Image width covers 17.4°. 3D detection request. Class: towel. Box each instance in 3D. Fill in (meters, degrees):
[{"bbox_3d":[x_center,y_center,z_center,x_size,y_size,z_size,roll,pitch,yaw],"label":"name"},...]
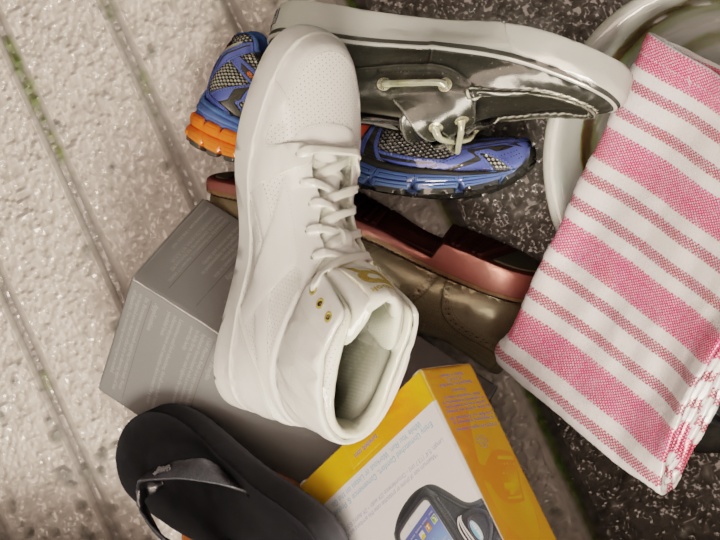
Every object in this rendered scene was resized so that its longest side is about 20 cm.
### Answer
[{"bbox_3d":[0.149,-0.007,1.192,0.146,0.030,0.201,38,108,48],"label":"towel"}]

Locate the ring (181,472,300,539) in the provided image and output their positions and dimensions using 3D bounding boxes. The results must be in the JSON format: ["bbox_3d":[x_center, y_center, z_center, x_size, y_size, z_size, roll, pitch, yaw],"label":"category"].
[{"bbox_3d":[-0.035,0.201,1.298,0.200,0.019,0.201,30,135,36],"label":"ring"}]

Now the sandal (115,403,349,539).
[{"bbox_3d":[-0.078,0.124,1.239,0.200,0.043,0.077,20,125,51],"label":"sandal"}]

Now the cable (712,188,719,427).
[{"bbox_3d":[0.246,0.001,1.196,0.163,0.051,0.201,33,95,7],"label":"cable"}]

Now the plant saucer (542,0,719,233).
[{"bbox_3d":[0.199,-0.059,1.255,0.199,0.050,0.202,2,96,15],"label":"plant saucer"}]

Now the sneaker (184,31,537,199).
[{"bbox_3d":[0.001,-0.085,1.293,0.199,0.075,0.079,12,95,11],"label":"sneaker"}]

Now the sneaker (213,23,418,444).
[{"bbox_3d":[-0.009,-0.016,1.161,0.115,0.073,0.201,19,106,52],"label":"sneaker"}]

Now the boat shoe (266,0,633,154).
[{"bbox_3d":[0.043,-0.093,1.229,0.199,0.071,0.064,9,76,20],"label":"boat shoe"}]

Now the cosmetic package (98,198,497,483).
[{"bbox_3d":[-0.036,0.065,1.292,0.199,0.090,0.107,32,137,6],"label":"cosmetic package"}]

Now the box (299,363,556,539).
[{"bbox_3d":[0.051,0.162,1.157,0.119,0.041,0.201,-45,63,41],"label":"box"}]

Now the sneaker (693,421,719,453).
[{"bbox_3d":[0.270,0.086,1.243,0.199,0.076,0.091,-8,100,17],"label":"sneaker"}]

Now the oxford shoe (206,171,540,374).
[{"bbox_3d":[0.000,0.000,1.304,0.199,0.070,0.075,21,106,13],"label":"oxford shoe"}]
